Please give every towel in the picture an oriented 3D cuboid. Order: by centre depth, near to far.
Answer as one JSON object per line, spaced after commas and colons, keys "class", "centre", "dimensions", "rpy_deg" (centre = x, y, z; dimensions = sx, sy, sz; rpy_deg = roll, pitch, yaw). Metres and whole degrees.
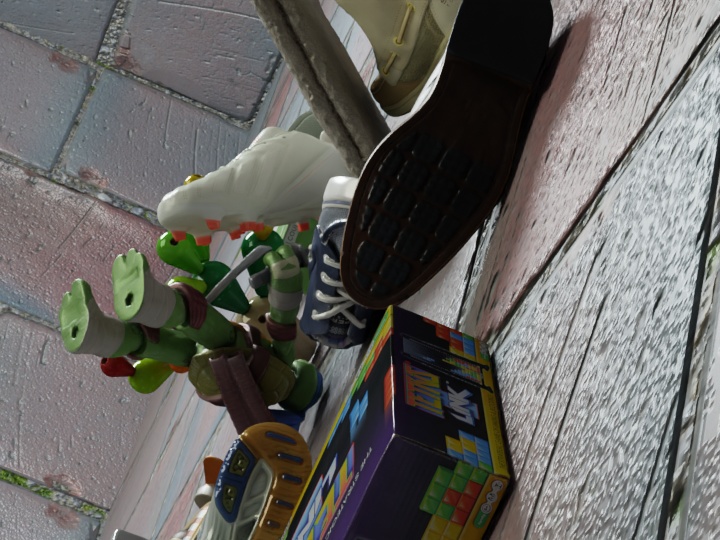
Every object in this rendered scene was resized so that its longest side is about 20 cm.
{"class": "towel", "centre": [-0.027, -0.144, 1.489], "dimensions": [0.034, 0.200, 0.133], "rpy_deg": [-28, 9, 10]}

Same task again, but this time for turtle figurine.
{"class": "turtle figurine", "centre": [-0.105, 0.017, 1.452], "dimensions": [0.144, 0.193, 0.201], "rpy_deg": [18, 91, 51]}

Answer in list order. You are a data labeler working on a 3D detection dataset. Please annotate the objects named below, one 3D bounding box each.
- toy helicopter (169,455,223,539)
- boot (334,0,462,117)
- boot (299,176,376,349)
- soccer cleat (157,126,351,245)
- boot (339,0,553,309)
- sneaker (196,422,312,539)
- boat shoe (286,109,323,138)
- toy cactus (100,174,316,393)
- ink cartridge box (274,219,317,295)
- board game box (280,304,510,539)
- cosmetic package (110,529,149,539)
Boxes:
{"class": "toy helicopter", "centre": [-0.108, 0.189, 1.584], "dimensions": [0.200, 0.079, 0.132], "rpy_deg": [-51, 5, 29]}
{"class": "boot", "centre": [0.006, -0.192, 1.438], "dimensions": [0.073, 0.155, 0.200], "rpy_deg": [-56, 5, -18]}
{"class": "boot", "centre": [0.000, 0.000, 1.322], "dimensions": [0.200, 0.072, 0.091], "rpy_deg": [105, 180, -81]}
{"class": "soccer cleat", "centre": [-0.076, -0.065, 1.487], "dimensions": [0.069, 0.200, 0.078], "rpy_deg": [-15, 86, 41]}
{"class": "boot", "centre": [0.050, -0.062, 1.140], "dimensions": [0.200, 0.075, 0.097], "rpy_deg": [-61, -6, -7]}
{"class": "sneaker", "centre": [-0.083, 0.198, 1.334], "dimensions": [0.201, 0.075, 0.088], "rpy_deg": [-62, -5, -8]}
{"class": "boat shoe", "centre": [-0.059, -0.073, 1.943], "dimensions": [0.068, 0.072, 0.200], "rpy_deg": [-53, 17, 48]}
{"class": "toy cactus", "centre": [-0.107, 0.025, 1.599], "dimensions": [0.102, 0.165, 0.201], "rpy_deg": [2, 60, 52]}
{"class": "ink cartridge box", "centre": [-0.042, -0.038, 1.750], "dimensions": [0.200, 0.059, 0.104], "rpy_deg": [-118, 51, -81]}
{"class": "board game box", "centre": [-0.003, 0.136, 0.917], "dimensions": [0.165, 0.057, 0.201], "rpy_deg": [-87, 20, -73]}
{"class": "cosmetic package", "centre": [-0.140, 0.299, 1.185], "dimensions": [0.200, 0.123, 0.200], "rpy_deg": [-81, 15, -58]}
